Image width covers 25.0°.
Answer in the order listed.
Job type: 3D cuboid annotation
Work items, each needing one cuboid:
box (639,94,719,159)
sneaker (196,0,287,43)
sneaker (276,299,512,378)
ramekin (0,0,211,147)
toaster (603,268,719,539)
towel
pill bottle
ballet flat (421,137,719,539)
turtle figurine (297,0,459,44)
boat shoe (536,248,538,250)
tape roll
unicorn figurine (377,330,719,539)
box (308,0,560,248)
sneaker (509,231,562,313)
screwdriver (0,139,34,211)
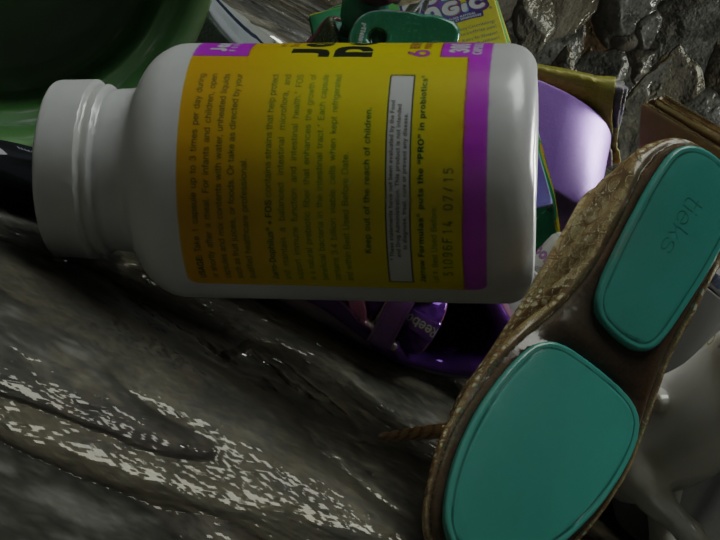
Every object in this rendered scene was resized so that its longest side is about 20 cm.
[{"bbox_3d":[0.228,0.012,1.018,0.021,0.202,0.163,-18,35,-24],"label":"box"},{"bbox_3d":[-0.092,-0.118,0.885,0.199,0.073,0.071,38,8,-20],"label":"sneaker"},{"bbox_3d":[0.000,0.000,0.775,0.199,0.081,0.089,22,20,-33],"label":"sneaker"},{"bbox_3d":[-0.170,-0.158,0.767,0.199,0.202,0.098,25,3,-16],"label":"ramekin"},{"bbox_3d":[0.193,0.075,0.752,0.199,0.130,0.114,24,10,-18],"label":"toaster"},{"bbox_3d":[0.084,-0.113,1.104,0.198,0.023,0.144,11,-12,7],"label":"towel"},{"bbox_3d":[-0.028,-0.040,0.662,0.198,0.105,0.104,1,9,7],"label":"pill bottle"},{"bbox_3d":[0.078,0.037,0.611,0.070,0.200,0.065,43,-25,-9],"label":"ballet flat"},{"bbox_3d":[0.017,-0.096,0.798,0.200,0.100,0.151,85,-17,-72],"label":"turtle figurine"},{"bbox_3d":[0.105,-0.002,1.056,0.199,0.067,0.074,22,12,-28],"label":"boat shoe"},{"bbox_3d":[0.064,-0.076,1.087,0.198,0.066,0.200,12,-13,3],"label":"tape roll"},{"bbox_3d":[0.131,0.072,0.659,0.138,0.199,0.074,58,13,12],"label":"unicorn figurine"},{"bbox_3d":[0.039,-0.097,0.956,0.048,0.116,0.202,69,7,-57],"label":"box"},{"bbox_3d":[0.163,0.053,0.864,0.199,0.100,0.075,28,9,-10],"label":"sneaker"},{"bbox_3d":[-0.098,-0.028,0.761,0.199,0.028,0.029,15,-12,-39],"label":"screwdriver"}]
